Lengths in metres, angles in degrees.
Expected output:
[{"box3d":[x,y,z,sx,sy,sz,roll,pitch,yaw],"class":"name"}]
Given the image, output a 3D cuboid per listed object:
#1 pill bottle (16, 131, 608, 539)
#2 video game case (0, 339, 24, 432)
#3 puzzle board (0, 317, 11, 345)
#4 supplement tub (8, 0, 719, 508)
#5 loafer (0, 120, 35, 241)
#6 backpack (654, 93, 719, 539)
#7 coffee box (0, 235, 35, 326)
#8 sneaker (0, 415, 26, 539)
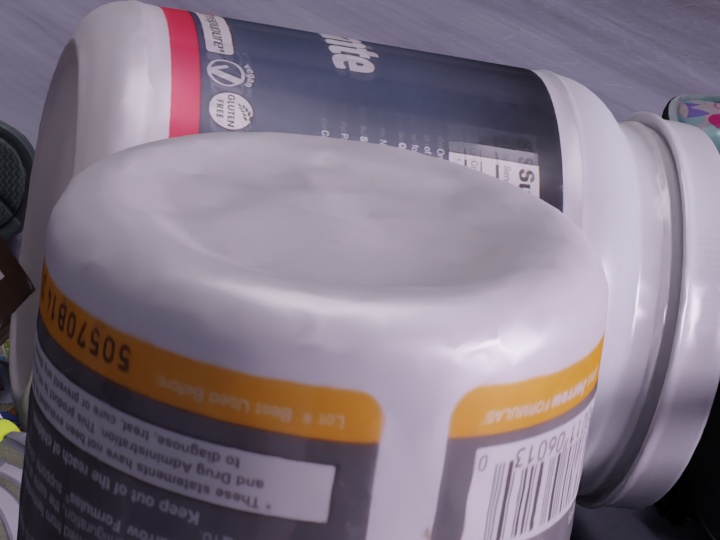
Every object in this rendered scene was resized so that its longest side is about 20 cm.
[{"box3d":[-0.018,0.081,0.587,0.116,0.201,0.116,8,19,-3],"class":"pill bottle"},{"box3d":[-0.102,0.040,0.943,0.199,0.018,0.143,3,21,-16],"class":"video game case"},{"box3d":[-0.222,0.027,0.894,0.199,0.017,0.151,6,24,17],"class":"puzzle board"},{"box3d":[0.000,0.000,0.859,0.199,0.141,0.140,9,19,-14],"class":"supplement tub"},{"box3d":[-0.224,-0.044,1.079,0.199,0.072,0.063,12,-1,-10],"class":"loafer"},{"box3d":[0.201,0.010,0.951,0.199,0.151,0.178,7,42,-27],"class":"backpack"},{"box3d":[-0.178,0.011,0.733,0.080,0.115,0.200,-28,11,22],"class":"coffee box"},{"box3d":[-0.098,0.089,0.732,0.081,0.074,0.200,14,22,1],"class":"sneaker"}]
